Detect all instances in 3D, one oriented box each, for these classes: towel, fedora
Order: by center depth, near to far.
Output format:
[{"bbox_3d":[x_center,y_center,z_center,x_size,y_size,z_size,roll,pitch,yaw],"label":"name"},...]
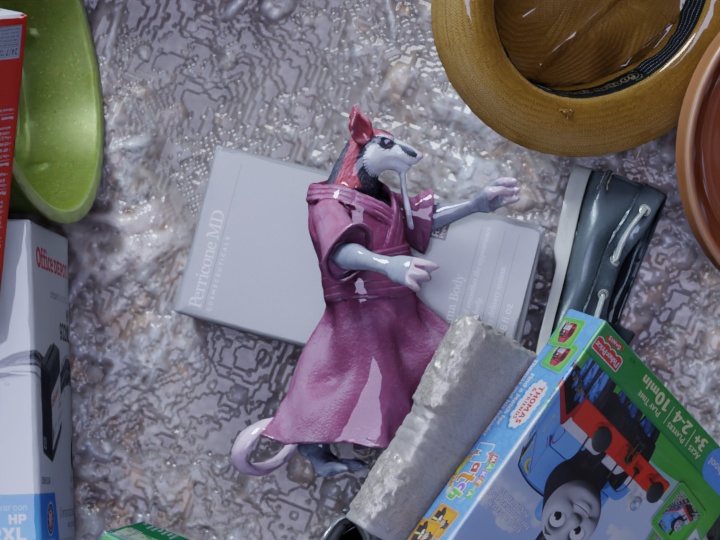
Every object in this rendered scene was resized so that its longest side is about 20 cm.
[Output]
[{"bbox_3d":[0.081,0.110,1.511,0.034,0.200,0.133,25,86,42],"label":"towel"},{"bbox_3d":[0.127,-0.165,1.584,0.200,0.082,0.201,-3,100,-17],"label":"fedora"}]

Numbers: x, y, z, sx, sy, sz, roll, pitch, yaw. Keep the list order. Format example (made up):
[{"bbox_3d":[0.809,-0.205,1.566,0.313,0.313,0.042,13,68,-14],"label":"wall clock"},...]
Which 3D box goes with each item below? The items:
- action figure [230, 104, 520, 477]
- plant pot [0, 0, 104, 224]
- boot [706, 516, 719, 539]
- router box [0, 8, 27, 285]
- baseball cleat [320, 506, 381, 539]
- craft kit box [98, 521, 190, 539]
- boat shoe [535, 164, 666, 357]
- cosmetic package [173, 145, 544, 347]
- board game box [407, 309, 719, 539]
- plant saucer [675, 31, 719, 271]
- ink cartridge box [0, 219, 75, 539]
[{"bbox_3d":[0.005,0.008,1.521,0.149,0.134,0.200,-9,91,31],"label":"action figure"},{"bbox_3d":[-0.273,-0.109,1.582,0.190,0.200,0.200,-10,85,13],"label":"plant pot"},{"bbox_3d":[0.262,0.207,1.584,0.131,0.068,0.200,11,90,-5],"label":"boot"},{"bbox_3d":[-0.285,-0.066,1.480,0.200,0.049,0.180,13,103,23],"label":"router box"},{"bbox_3d":[-0.016,0.235,1.572,0.070,0.106,0.200,0,81,17],"label":"baseball cleat"},{"bbox_3d":[-0.150,0.242,1.532,0.048,0.200,0.198,23,88,3],"label":"craft kit box"},{"bbox_3d":[0.136,0.039,1.596,0.062,0.073,0.200,9,81,7],"label":"boat shoe"},{"bbox_3d":[0.000,0.000,1.599,0.200,0.090,0.107,13,90,1],"label":"cosmetic package"},{"bbox_3d":[0.108,0.146,1.482,0.151,0.037,0.200,45,75,-34],"label":"board game box"},{"bbox_3d":[0.272,-0.073,1.583,0.200,0.032,0.200,-3,100,-20],"label":"plant saucer"},{"bbox_3d":[-0.215,0.074,1.574,0.084,0.145,0.200,-2,86,3],"label":"ink cartridge box"}]
